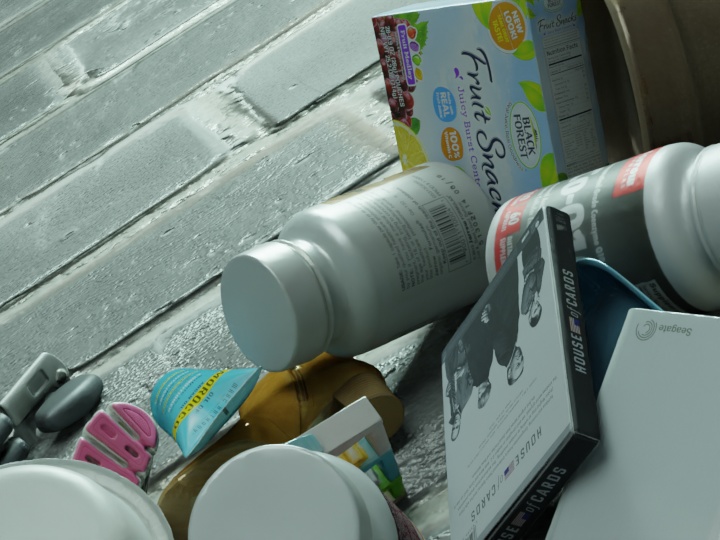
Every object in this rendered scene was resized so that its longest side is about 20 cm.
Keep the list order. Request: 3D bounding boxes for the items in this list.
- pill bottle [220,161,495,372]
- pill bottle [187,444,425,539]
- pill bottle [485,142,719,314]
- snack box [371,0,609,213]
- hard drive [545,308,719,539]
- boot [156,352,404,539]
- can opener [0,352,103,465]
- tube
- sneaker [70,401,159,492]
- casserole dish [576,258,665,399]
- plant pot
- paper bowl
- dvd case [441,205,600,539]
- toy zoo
[{"bbox_3d":[0.000,0.000,1.449,0.199,0.115,0.114,-23,17,-36],"label":"pill bottle"},{"bbox_3d":[-0.026,0.167,1.119,0.113,0.200,0.115,-4,72,11],"label":"pill bottle"},{"bbox_3d":[0.192,-0.020,1.316,0.199,0.114,0.114,-19,27,41],"label":"pill bottle"},{"bbox_3d":[0.103,-0.110,1.497,0.067,0.202,0.168,-22,16,-40],"label":"snack box"},{"bbox_3d":[0.171,0.122,1.110,0.131,0.027,0.201,6,70,52],"label":"hard drive"},{"bbox_3d":[-0.071,0.124,1.425,0.200,0.071,0.144,-27,18,-15],"label":"boot"},{"bbox_3d":[-0.297,0.145,1.647,0.066,0.053,0.200,-3,37,43],"label":"can opener"},{"bbox_3d":[-0.111,0.097,1.382,0.078,0.050,0.200,-55,10,-9],"label":"tube"},{"bbox_3d":[-0.204,0.198,1.432,0.088,0.073,0.201,102,-169,-68],"label":"sneaker"},{"bbox_3d":[0.163,0.075,1.223,0.122,0.039,0.200,-62,35,12],"label":"casserole dish"},{"bbox_3d":[0.263,-0.142,1.435,0.173,0.202,0.201,-12,26,-3],"label":"plant pot"},{"bbox_3d":[-0.217,0.210,1.289,0.199,0.105,0.202,-1,47,1],"label":"paper bowl"},{"bbox_3d":[0.096,0.077,1.237,0.201,0.025,0.151,-92,27,-47],"label":"dvd case"},{"bbox_3d":[-0.037,0.144,1.240,0.131,0.200,0.021,-34,68,-6],"label":"toy zoo"}]
